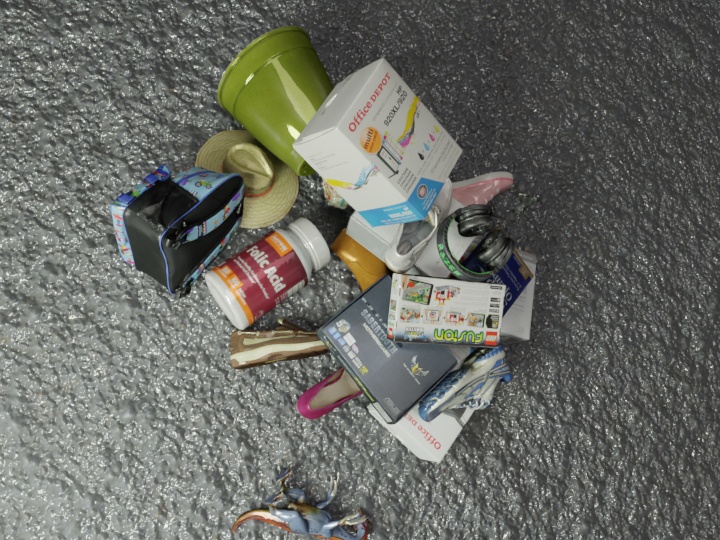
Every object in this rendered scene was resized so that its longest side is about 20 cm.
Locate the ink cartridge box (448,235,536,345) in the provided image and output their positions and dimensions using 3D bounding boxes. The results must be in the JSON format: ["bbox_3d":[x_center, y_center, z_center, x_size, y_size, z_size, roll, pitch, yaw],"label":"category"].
[{"bbox_3d":[0.236,0.033,1.087,0.198,0.084,0.178,18,71,-13],"label":"ink cartridge box"}]

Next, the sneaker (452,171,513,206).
[{"bbox_3d":[0.229,-0.132,1.128,0.198,0.075,0.106,-13,77,-12],"label":"sneaker"}]

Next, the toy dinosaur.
[{"bbox_3d":[-0.076,0.412,0.927,0.199,0.105,0.182,-36,104,15],"label":"toy dinosaur"}]

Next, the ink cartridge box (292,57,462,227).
[{"bbox_3d":[0.027,-0.193,0.872,0.200,0.144,0.148,41,69,-26],"label":"ink cartridge box"}]

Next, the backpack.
[{"bbox_3d":[-0.284,-0.088,0.908,0.134,0.183,0.201,31,56,10],"label":"backpack"}]

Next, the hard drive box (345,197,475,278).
[{"bbox_3d":[0.099,-0.079,1.003,0.199,0.077,0.156,38,70,4],"label":"hard drive box"}]

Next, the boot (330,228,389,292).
[{"bbox_3d":[0.000,-0.001,1.037,0.143,0.071,0.203,31,67,-2],"label":"boot"}]

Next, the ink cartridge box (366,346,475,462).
[{"bbox_3d":[0.133,0.221,1.010,0.145,0.084,0.200,42,69,-4],"label":"ink cartridge box"}]

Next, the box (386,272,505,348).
[{"bbox_3d":[0.145,0.068,0.923,0.197,0.035,0.112,6,92,-19],"label":"box"}]

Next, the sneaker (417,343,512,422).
[{"bbox_3d":[0.188,0.208,0.947,0.199,0.077,0.086,-31,91,-22],"label":"sneaker"}]

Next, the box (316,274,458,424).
[{"bbox_3d":[0.046,0.132,0.940,0.157,0.051,0.201,-37,85,-23],"label":"box"}]

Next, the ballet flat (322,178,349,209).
[{"bbox_3d":[-0.047,-0.220,1.070,0.075,0.064,0.203,-11,80,-20],"label":"ballet flat"}]

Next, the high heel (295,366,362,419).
[{"bbox_3d":[-0.022,0.193,0.962,0.198,0.096,0.068,-22,84,-20],"label":"high heel"}]

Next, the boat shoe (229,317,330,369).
[{"bbox_3d":[-0.128,0.116,0.962,0.200,0.075,0.076,-7,73,-18],"label":"boat shoe"}]

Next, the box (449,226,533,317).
[{"bbox_3d":[0.228,0.028,1.005,0.200,0.032,0.122,-45,103,-27],"label":"box"}]

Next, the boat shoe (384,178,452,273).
[{"bbox_3d":[0.108,-0.089,0.930,0.070,0.069,0.201,27,70,3],"label":"boat shoe"}]

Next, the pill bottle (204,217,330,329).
[{"bbox_3d":[-0.156,0.000,0.956,0.199,0.114,0.115,-36,89,-21],"label":"pill bottle"}]

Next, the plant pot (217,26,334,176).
[{"bbox_3d":[-0.115,-0.281,0.979,0.199,0.201,0.194,-35,83,-21],"label":"plant pot"}]

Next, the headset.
[{"bbox_3d":[0.218,-0.065,0.928,0.199,0.094,0.124,-33,88,-31],"label":"headset"}]

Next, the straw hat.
[{"bbox_3d":[-0.202,-0.183,1.000,0.198,0.085,0.204,4,75,-16],"label":"straw hat"}]
